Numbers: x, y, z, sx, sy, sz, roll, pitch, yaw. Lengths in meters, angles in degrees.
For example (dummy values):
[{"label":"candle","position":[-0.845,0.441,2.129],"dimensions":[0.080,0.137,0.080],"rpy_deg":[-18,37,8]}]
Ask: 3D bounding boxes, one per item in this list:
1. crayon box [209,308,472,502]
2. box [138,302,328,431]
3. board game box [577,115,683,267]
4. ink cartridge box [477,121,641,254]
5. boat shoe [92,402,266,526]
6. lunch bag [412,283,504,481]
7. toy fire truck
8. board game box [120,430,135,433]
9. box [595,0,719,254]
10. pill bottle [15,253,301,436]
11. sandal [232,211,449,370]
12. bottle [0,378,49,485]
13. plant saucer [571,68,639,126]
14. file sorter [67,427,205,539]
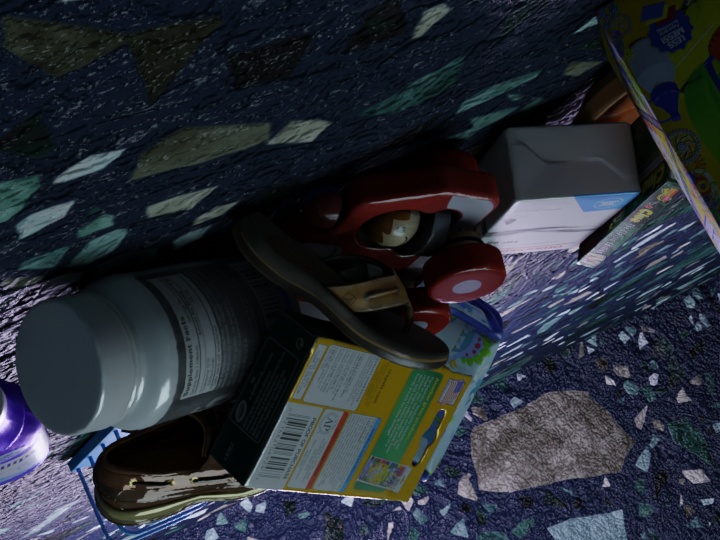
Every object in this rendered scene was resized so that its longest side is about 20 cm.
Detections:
[{"label":"crayon box","position":[-0.011,0.112,0.959],"dimensions":[0.199,0.051,0.126],"rpy_deg":[18,101,-48]},{"label":"box","position":[-0.097,0.093,1.098],"dimensions":[0.199,0.102,0.112],"rpy_deg":[5,150,-41]},{"label":"board game box","position":[0.242,-0.083,1.074],"dimensions":[0.023,0.105,0.200],"rpy_deg":[17,159,-6]},{"label":"ink cartridge box","position":[0.159,-0.064,1.099],"dimensions":[0.115,0.067,0.200],"rpy_deg":[-5,165,-12]},{"label":"boat shoe","position":[-0.117,0.143,0.974],"dimensions":[0.199,0.072,0.068],"rpy_deg":[-16,141,-19]},{"label":"lunch bag","position":[0.059,0.096,1.239],"dimensions":[0.171,0.127,0.200],"rpy_deg":[-63,-174,8]},{"label":"toy fire truck","position":[0.012,-0.022,0.984],"dimensions":[0.167,0.113,0.200],"rpy_deg":[3,152,-30]},{"label":"board game box","position":[-0.150,0.130,1.263],"dimensions":[0.135,0.035,0.200],"rpy_deg":[13,147,-27]},{"label":"box","position":[0.306,-0.142,0.873],"dimensions":[0.199,0.193,0.122],"rpy_deg":[-30,168,11]},{"label":"pill bottle","position":[-0.146,0.054,0.901],"dimensions":[0.114,0.114,0.199],"rpy_deg":[-36,165,36]},{"label":"sandal","position":[-0.006,0.010,0.917],"dimensions":[0.055,0.200,0.082],"rpy_deg":[-50,-167,13]},{"label":"bottle","position":[-0.303,0.129,0.992],"dimensions":[0.083,0.066,0.200],"rpy_deg":[-22,167,-16]},{"label":"plant saucer","position":[0.273,-0.172,1.065],"dimensions":[0.199,0.032,0.200],"rpy_deg":[-27,169,-6]},{"label":"file sorter","position":[-0.230,0.225,1.421],"dimensions":[0.138,0.123,0.200],"rpy_deg":[-17,165,-38]}]
